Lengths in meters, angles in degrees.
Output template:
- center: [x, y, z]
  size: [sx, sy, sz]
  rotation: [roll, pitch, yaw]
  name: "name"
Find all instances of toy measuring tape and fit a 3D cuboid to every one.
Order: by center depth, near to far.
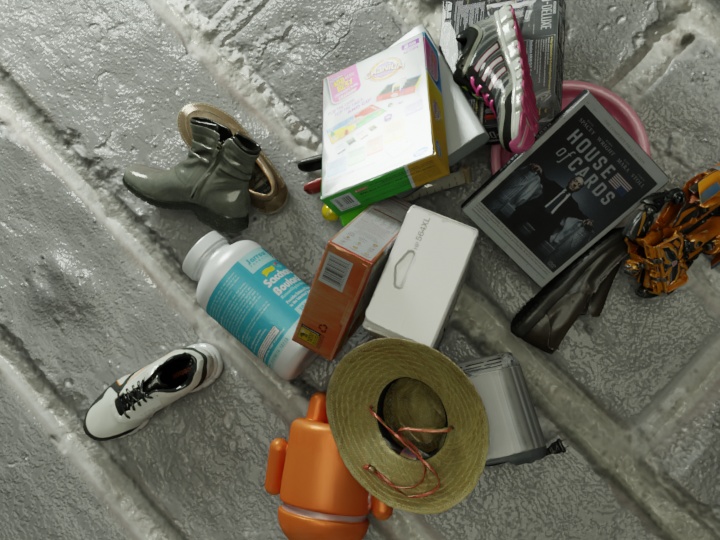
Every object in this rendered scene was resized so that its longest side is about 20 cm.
- center: [0.043, -0.109, 0.994]
  size: [0.199, 0.074, 0.074]
  rotation: [-19, 80, -3]
  name: "toy measuring tape"

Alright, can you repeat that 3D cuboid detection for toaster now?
- center: [0.138, 0.178, 0.917]
  size: [0.199, 0.114, 0.130]
  rotation: [-15, 78, 8]
  name: "toaster"

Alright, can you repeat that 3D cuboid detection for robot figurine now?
- center: [0.402, -0.049, 0.916]
  size: [0.200, 0.058, 0.145]
  rotation: [-34, 122, -12]
  name: "robot figurine"
- center: [-0.039, 0.252, 0.924]
  size: [0.143, 0.117, 0.201]
  rotation: [10, 81, -14]
  name: "robot figurine"

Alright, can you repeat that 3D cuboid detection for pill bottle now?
- center: [-0.130, 0.037, 0.965]
  size: [0.200, 0.111, 0.111]
  rotation: [39, 87, 9]
  name: "pill bottle"

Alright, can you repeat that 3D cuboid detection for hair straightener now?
- center: [0.007, -0.172, 1.013]
  size: [0.199, 0.041, 0.077]
  rotation: [-22, 73, 10]
  name: "hair straightener"

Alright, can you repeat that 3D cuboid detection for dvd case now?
- center: [0.244, -0.093, 0.915]
  size: [0.150, 0.025, 0.200]
  rotation: [42, 110, -14]
  name: "dvd case"

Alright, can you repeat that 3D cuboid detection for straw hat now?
- center: [0.063, 0.156, 0.837]
  size: [0.200, 0.085, 0.202]
  rotation: [8, 108, 25]
  name: "straw hat"

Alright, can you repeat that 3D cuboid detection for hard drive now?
- center: [0.066, -0.205, 0.965]
  size: [0.132, 0.026, 0.201]
  rotation: [-33, 58, 18]
  name: "hard drive"

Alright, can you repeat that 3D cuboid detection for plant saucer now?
- center: [0.268, -0.142, 0.984]
  size: [0.199, 0.051, 0.202]
  rotation: [-1, 82, 5]
  name: "plant saucer"

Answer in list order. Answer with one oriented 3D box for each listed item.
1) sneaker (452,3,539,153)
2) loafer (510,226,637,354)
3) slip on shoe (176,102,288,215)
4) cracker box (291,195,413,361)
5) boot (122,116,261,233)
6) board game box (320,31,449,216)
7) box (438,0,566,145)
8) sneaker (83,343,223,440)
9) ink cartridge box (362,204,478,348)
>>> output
- center: [0.156, -0.219, 0.899]
  size: [0.087, 0.074, 0.201]
  rotation: [-14, 64, 22]
  name: "sneaker"
- center: [0.278, 0.026, 0.954]
  size: [0.200, 0.073, 0.071]
  rotation: [-44, 92, 1]
  name: "loafer"
- center: [-0.176, -0.157, 1.024]
  size: [0.076, 0.061, 0.200]
  rotation: [-40, 80, -1]
  name: "slip on shoe"
- center: [0.000, 0.000, 0.895]
  size: [0.058, 0.200, 0.134]
  rotation: [27, 118, 10]
  name: "cracker box"
- center: [-0.217, -0.141, 0.986]
  size: [0.199, 0.068, 0.131]
  rotation: [21, 117, 18]
  name: "boot"
- center: [0.026, -0.179, 0.920]
  size: [0.152, 0.040, 0.201]
  rotation: [-18, 54, 26]
  name: "board game box"
- center: [0.178, -0.262, 0.972]
  size: [0.157, 0.050, 0.201]
  rotation: [-2, 72, 25]
  name: "box"
- center: [-0.278, 0.154, 0.980]
  size: [0.200, 0.080, 0.074]
  rotation: [-33, 82, 2]
  name: "sneaker"
- center: [0.074, 0.023, 0.902]
  size: [0.084, 0.200, 0.147]
  rotation: [22, 85, 8]
  name: "ink cartridge box"
